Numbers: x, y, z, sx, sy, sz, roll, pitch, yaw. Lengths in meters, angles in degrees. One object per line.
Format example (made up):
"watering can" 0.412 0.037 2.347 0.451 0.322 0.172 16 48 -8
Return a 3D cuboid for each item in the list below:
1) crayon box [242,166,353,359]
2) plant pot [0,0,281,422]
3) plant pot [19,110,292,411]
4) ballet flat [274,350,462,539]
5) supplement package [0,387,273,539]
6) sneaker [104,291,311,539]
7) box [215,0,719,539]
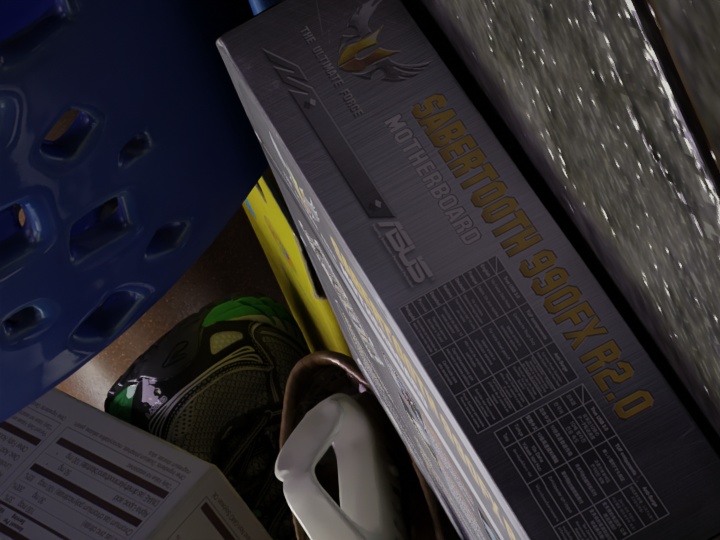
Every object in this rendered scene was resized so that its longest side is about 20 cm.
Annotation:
"crayon box" 0.000 0.000 0.869 0.127 0.051 0.200 58 175 40
"plant pot" -0.111 -0.098 0.723 0.200 0.180 0.200 60 175 32
"plant pot" -0.104 -0.026 1.125 0.198 0.200 0.200 55 178 -15
"ballet flat" 0.005 0.090 0.727 0.072 0.068 0.200 46 -160 -31
"supplement package" -0.084 0.151 0.903 0.156 0.111 0.200 19 149 49
"sneaker" -0.024 0.080 0.917 0.085 0.078 0.200 49 177 39
"box" 0.041 0.038 0.647 0.200 0.048 0.158 58 173 37
